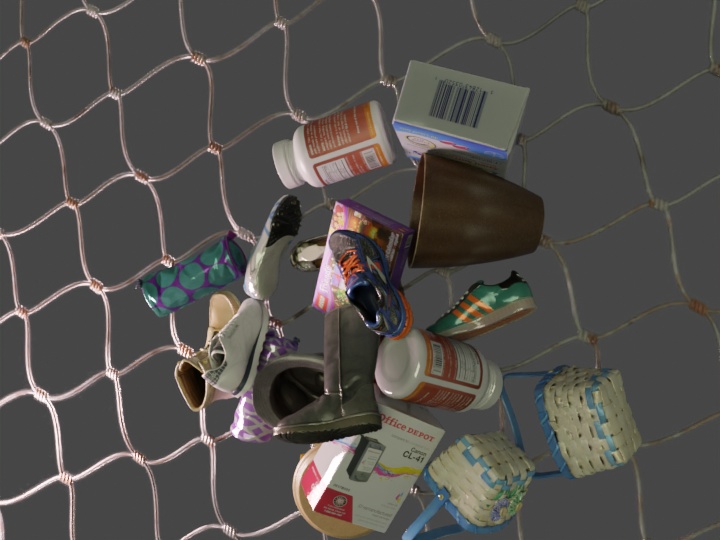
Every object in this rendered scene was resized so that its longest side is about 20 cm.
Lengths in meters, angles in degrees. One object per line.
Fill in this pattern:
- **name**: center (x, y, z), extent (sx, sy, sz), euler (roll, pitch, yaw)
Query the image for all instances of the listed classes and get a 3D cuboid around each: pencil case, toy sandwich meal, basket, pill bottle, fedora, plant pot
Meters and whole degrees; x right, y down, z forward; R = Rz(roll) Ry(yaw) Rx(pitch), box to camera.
- **pencil case**: center (-0.178, 0.211, 1.120), extent (0.085, 0.084, 0.201), euler (20, 93, 51)
- **toy sandwich meal**: center (-0.029, 0.374, 1.096), extent (0.203, 0.070, 0.207), euler (1, 98, 5)
- **basket**: center (0.326, 0.243, 0.978), extent (0.199, 0.139, 0.178), euler (-18, 89, 39)
- **pencil case**: center (-0.310, 0.009, 1.146), extent (0.199, 0.085, 0.093), euler (-24, 61, 11)
- **basket**: center (0.170, 0.359, 0.980), extent (0.139, 0.176, 0.201), euler (51, 119, 35)
- **pill bottle**: center (-0.046, -0.212, 1.071), extent (0.199, 0.112, 0.113), euler (-15, 87, 12)
- **pill bottle**: center (0.130, 0.164, 0.982), extent (0.112, 0.199, 0.113), euler (-30, 50, 44)
- **fedora**: center (-0.077, 0.201, 1.053), extent (0.198, 0.090, 0.178), euler (9, 115, 5)
- **plant pot**: center (0.187, -0.087, 0.998), extent (0.198, 0.187, 0.189), euler (6, 92, -1)

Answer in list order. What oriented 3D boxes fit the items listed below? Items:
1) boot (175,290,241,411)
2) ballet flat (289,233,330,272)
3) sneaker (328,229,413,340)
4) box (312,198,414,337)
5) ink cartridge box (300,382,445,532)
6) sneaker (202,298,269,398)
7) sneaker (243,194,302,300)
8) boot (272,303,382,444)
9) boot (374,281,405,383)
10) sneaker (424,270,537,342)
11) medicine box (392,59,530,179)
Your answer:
- **boot**: center (-0.266, 0.139, 1.098), extent (0.072, 0.155, 0.202), euler (-5, 90, 20)
- **ballet flat**: center (-0.036, -0.038, 1.091), extent (0.199, 0.072, 0.073), euler (-14, 87, 12)
- **sneaker**: center (0.006, 0.013, 0.923), extent (0.075, 0.078, 0.200), euler (-46, 61, 22)
- **box**: center (0.000, 0.000, 1.013), extent (0.136, 0.039, 0.201), euler (28, 118, 28)
- **ink cartridge box**: center (0.019, 0.298, 0.982), extent (0.147, 0.086, 0.201), euler (27, 97, -24)
- **sneaker**: center (-0.214, 0.118, 1.062), extent (0.080, 0.201, 0.076), euler (28, 129, -23)
- **sneaker**: center (-0.167, -0.046, 1.125), extent (0.072, 0.072, 0.201), euler (17, 86, 44)
- **boot**: center (-0.048, 0.154, 0.937), extent (0.180, 0.073, 0.201), euler (-11, 60, 8)
- **boot**: center (0.029, 0.106, 1.077), extent (0.106, 0.075, 0.202), euler (2, 92, 18)
- **sneaker**: center (0.194, 0.066, 1.045), extent (0.199, 0.071, 0.080), euler (-24, 65, 18)
- **medicine box**: center (0.161, -0.230, 0.977), extent (0.181, 0.200, 0.104), euler (18, 88, 12)
